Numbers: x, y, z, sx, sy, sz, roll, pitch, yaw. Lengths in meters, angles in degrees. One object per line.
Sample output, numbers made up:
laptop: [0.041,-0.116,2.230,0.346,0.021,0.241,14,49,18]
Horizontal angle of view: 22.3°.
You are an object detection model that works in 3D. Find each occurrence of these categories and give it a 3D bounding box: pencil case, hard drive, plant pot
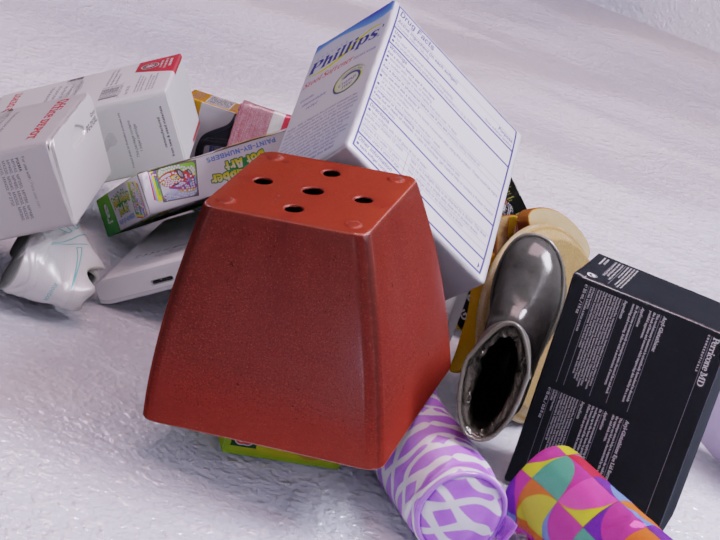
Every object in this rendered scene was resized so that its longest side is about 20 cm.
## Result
pencil case: [0.053,0.151,1.480,0.085,0.084,0.200,31,14,-27]
pencil case: [0.190,0.218,1.410,0.088,0.089,0.200,2,23,-34]
hard drive: [-0.160,-0.023,1.743,0.131,0.027,0.200,-14,15,16]
plant pot: [-0.043,0.017,1.442,0.199,0.177,0.200,10,25,16]

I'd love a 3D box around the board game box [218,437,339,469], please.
board game box: [-0.077,0.094,1.563,0.101,0.048,0.200,11,22,-16]

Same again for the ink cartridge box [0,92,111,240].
ink cartridge box: [-0.339,-0.082,1.635,0.199,0.085,0.145,-11,21,11]

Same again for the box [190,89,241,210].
box: [-0.104,-0.105,1.951,0.199,0.120,0.041,19,20,7]

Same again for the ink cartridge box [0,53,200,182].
ink cartridge box: [-0.274,-0.144,1.859,0.199,0.084,0.144,-12,20,5]

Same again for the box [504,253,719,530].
box: [0.223,0.108,1.539,0.141,0.201,0.079,24,22,18]

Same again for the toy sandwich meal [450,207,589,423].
toy sandwich meal: [0.151,0.040,1.696,0.070,0.206,0.205,6,9,42]

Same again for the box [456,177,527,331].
box: [0.125,-0.035,1.914,0.160,0.049,0.200,63,28,2]

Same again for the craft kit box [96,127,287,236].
craft kit box: [-0.141,-0.090,1.764,0.197,0.049,0.200,-16,0,-19]

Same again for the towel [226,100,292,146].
towel: [-0.051,-0.079,1.900,0.199,0.145,0.023,18,-1,3]

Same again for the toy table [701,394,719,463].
toy table: [0.406,0.127,1.693,0.117,0.184,0.200,-19,50,-32]

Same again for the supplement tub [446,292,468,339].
supplement tub: [0.000,0.000,1.725,0.199,0.145,0.144,20,21,7]

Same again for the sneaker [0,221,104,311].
sneaker: [-0.278,-0.014,1.679,0.080,0.071,0.200,29,20,-14]

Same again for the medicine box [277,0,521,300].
medicine box: [0.033,-0.096,1.591,0.182,0.103,0.201,44,41,-26]

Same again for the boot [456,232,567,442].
boot: [0.122,0.050,1.510,0.072,0.183,0.200,10,-3,13]
